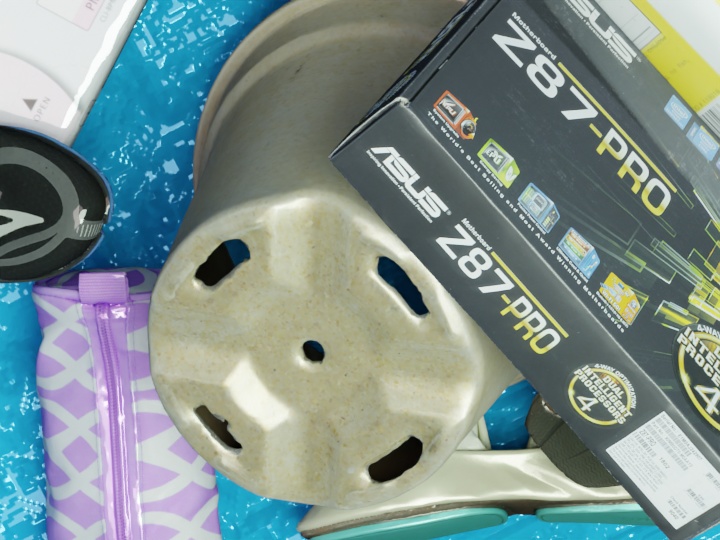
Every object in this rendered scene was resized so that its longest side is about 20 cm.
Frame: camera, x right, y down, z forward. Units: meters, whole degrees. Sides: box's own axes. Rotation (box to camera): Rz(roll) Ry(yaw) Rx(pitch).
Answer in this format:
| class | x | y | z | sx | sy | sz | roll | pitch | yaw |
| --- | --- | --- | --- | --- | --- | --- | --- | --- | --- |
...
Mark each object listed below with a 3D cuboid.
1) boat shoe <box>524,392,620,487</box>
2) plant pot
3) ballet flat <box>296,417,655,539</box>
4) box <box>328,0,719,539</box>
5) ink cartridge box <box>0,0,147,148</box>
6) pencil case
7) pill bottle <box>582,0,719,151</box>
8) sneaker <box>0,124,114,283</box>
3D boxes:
| class | x | y | z | sx | sy | sz | roll | pitch | yaw |
| --- | --- | --- | --- | --- | --- | --- | --- | --- | --- |
| boat shoe | 0.160 | 0.017 | 1.154 | 0.200 | 0.074 | 0.076 | -39 | 96 | 11 |
| plant pot | 0.000 | 0.000 | 1.097 | 0.200 | 0.183 | 0.200 | 6 | 114 | 13 |
| ballet flat | 0.070 | 0.088 | 1.206 | 0.200 | 0.069 | 0.069 | -3 | 97 | -2 |
| box | 0.095 | -0.014 | 1.032 | 0.200 | 0.161 | 0.049 | 48 | 125 | -6 |
| ink cartridge box | -0.212 | -0.111 | 1.180 | 0.200 | 0.057 | 0.163 | 27 | 97 | -9 |
| pencil case | -0.104 | 0.095 | 1.188 | 0.084 | 0.085 | 0.200 | -3 | 96 | 12 |
| pill bottle | 0.131 | -0.138 | 1.109 | 0.112 | 0.112 | 0.200 | -44 | 94 | 5 |
| sneaker | -0.204 | -0.039 | 1.126 | 0.200 | 0.083 | 0.071 | 17 | 97 | 1 |
